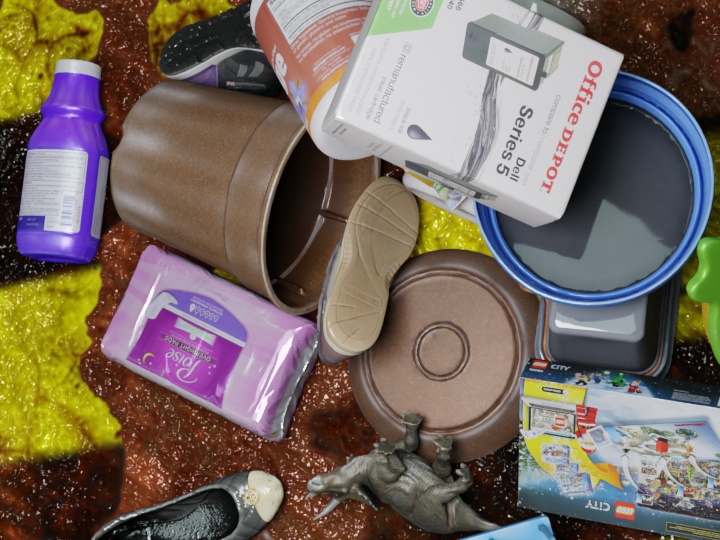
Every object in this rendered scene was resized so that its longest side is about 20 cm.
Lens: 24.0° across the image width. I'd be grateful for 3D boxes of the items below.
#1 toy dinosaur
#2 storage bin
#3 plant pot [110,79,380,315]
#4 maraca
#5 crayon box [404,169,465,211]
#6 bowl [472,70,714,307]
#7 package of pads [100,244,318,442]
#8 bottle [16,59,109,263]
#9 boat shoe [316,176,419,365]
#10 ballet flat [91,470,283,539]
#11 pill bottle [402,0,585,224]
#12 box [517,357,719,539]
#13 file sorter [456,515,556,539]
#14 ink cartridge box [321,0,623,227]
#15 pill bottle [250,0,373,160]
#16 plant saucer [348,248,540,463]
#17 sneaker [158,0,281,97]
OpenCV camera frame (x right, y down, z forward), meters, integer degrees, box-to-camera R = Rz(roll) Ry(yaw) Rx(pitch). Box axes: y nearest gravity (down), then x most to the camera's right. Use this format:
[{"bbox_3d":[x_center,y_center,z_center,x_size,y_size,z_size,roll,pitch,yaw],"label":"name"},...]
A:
[{"bbox_3d":[0.055,0.197,1.548,0.198,0.077,0.103,19,132,8],"label":"toy dinosaur"},{"bbox_3d":[0.208,-0.010,1.485,0.144,0.134,0.202,6,79,12],"label":"storage bin"},{"bbox_3d":[-0.114,-0.083,1.591,0.197,0.200,0.202,18,87,28],"label":"plant pot"},{"bbox_3d":[0.340,0.017,1.427,0.137,0.200,0.107,-49,41,-9],"label":"maraca"},{"bbox_3d":[0.060,-0.168,1.503,0.126,0.051,0.200,-45,58,13],"label":"crayon box"},{"bbox_3d":[0.193,-0.066,1.410,0.198,0.039,0.203,-2,78,10],"label":"bowl"},{"bbox_3d":[-0.138,0.070,1.624,0.199,0.076,0.121,24,88,20],"label":"package of pads"},{"bbox_3d":[-0.296,-0.110,1.708,0.083,0.065,0.202,3,82,17],"label":"bottle"},{"bbox_3d":[0.000,0.000,1.571,0.072,0.065,0.201,29,53,-17],"label":"boat shoe"},{"bbox_3d":[-0.164,0.243,1.614,0.198,0.057,0.067,-22,76,13],"label":"ballet flat"},{"bbox_3d":[0.127,-0.146,1.554,0.114,0.114,0.202,24,89,19],"label":"pill bottle"},{"bbox_3d":[0.237,0.157,1.474,0.198,0.038,0.138,8,119,18],"label":"box"},{"bbox_3d":[0.085,0.305,1.421,0.198,0.123,0.140,-16,87,0],"label":"file sorter"},{"bbox_3d":[0.089,-0.141,1.348,0.198,0.084,0.147,23,83,-8],"label":"ink cartridge box"},{"bbox_3d":[-0.028,-0.203,1.470,0.112,0.112,0.201,-34,59,10],"label":"pill bottle"},{"bbox_3d":[0.078,0.077,1.577,0.198,0.034,0.202,-3,81,18],"label":"plant saucer"},{"bbox_3d":[-0.092,-0.211,1.638,0.199,0.088,0.076,-10,54,33],"label":"sneaker"}]
